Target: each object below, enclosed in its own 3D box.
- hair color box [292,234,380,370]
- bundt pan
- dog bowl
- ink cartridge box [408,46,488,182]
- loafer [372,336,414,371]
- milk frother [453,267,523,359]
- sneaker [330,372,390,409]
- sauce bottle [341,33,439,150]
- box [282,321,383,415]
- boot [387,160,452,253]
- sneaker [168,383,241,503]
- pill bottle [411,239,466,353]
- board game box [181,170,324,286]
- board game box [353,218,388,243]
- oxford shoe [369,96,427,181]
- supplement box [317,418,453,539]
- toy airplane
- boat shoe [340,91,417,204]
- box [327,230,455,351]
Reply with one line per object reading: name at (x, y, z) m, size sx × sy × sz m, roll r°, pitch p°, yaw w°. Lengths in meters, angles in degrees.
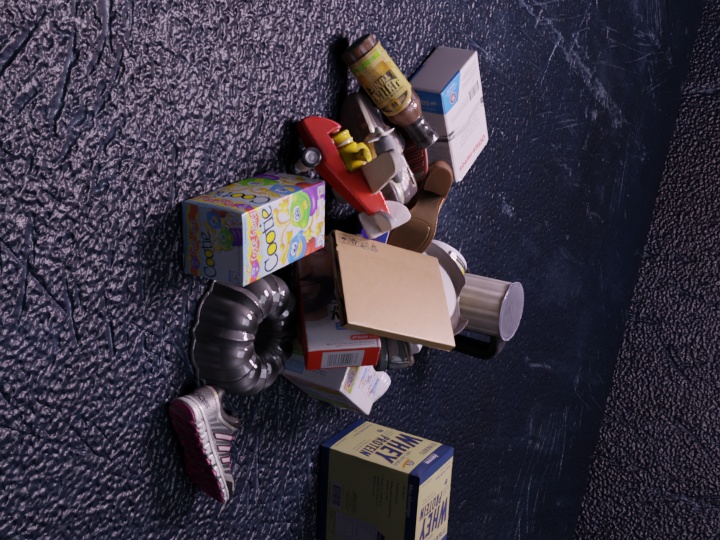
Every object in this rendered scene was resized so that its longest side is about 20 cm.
hair color box at (-0.039, 0.045, 1.614) m, size 0.064 × 0.111 × 0.200 m, roll 101°, pitch -17°, yaw -56°
bundt pan at (-0.157, 0.090, 1.559) m, size 0.202 × 0.076 × 0.203 m, roll -30°, pitch 126°, yaw -53°
dog bowl at (0.097, 0.039, 1.865) m, size 0.200 × 0.059 × 0.201 m, roll 19°, pitch 54°, yaw -27°
ink cartridge box at (0.161, -0.286, 1.966) m, size 0.146 × 0.084 × 0.200 m, roll -53°, pitch 144°, yaw -37°
loafer at (0.042, 0.058, 1.659) m, size 0.072 × 0.063 × 0.201 m, roll 125°, pitch -38°, yaw -68°
milk frother at (0.236, 0.054, 2.134) m, size 0.200 × 0.188 × 0.181 m, roll -55°, pitch 145°, yaw -35°
sneaker at (0.011, 0.154, 1.892) m, size 0.115 × 0.075 × 0.201 m, roll 31°, pitch 79°, yaw -62°
sauce bottle at (0.052, -0.280, 1.698) m, size 0.200 × 0.065 × 0.065 m, roll 49°, pitch 51°, yaw -14°
box at (-0.041, 0.152, 1.721) m, size 0.200 × 0.112 × 0.102 m, roll 56°, pitch 52°, yaw -68°
boot at (0.095, -0.101, 1.848) m, size 0.155 × 0.076 × 0.200 m, roll -92°, pitch -155°, yaw -81°
sneaker at (-0.207, 0.243, 1.530) m, size 0.087 × 0.074 × 0.200 m, roll -41°, pitch 130°, yaw -39°
pill bottle at (0.112, 0.049, 1.988) m, size 0.200 × 0.112 × 0.112 m, roll -62°, pitch 148°, yaw -25°
board game box at (-0.145, -0.062, 1.488) m, size 0.200 × 0.103 × 0.105 m, roll -29°, pitch 126°, yaw -54°
board game box at (0.000, 0.000, 1.767) m, size 0.134 × 0.045 × 0.201 m, roll 155°, pitch -49°, yaw -83°
oxford shoe at (0.073, -0.246, 1.784) m, size 0.075 × 0.070 × 0.201 m, roll -29°, pitch 102°, yaw -68°
supplement box at (0.043, 0.402, 1.915) m, size 0.134 × 0.199 × 0.201 m, roll -26°, pitch 123°, yaw -56°
toy airplane at (0.007, -0.147, 1.627) m, size 0.141 × 0.200 × 0.199 m, roll -50°, pitch 144°, yaw -20°
boat shoe at (0.031, -0.196, 1.730) m, size 0.073 × 0.074 × 0.201 m, roll -29°, pitch 102°, yaw -37°
box at (0.047, 0.031, 1.604) m, size 0.200 × 0.021 × 0.164 m, roll 15°, pitch 51°, yaw -33°
